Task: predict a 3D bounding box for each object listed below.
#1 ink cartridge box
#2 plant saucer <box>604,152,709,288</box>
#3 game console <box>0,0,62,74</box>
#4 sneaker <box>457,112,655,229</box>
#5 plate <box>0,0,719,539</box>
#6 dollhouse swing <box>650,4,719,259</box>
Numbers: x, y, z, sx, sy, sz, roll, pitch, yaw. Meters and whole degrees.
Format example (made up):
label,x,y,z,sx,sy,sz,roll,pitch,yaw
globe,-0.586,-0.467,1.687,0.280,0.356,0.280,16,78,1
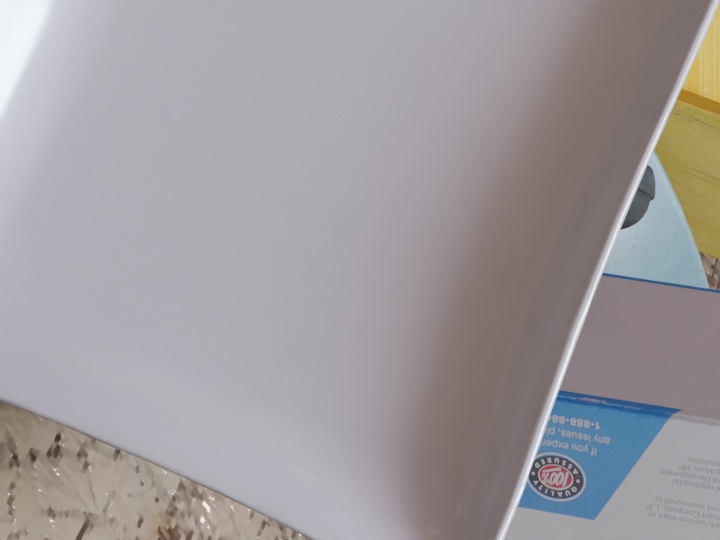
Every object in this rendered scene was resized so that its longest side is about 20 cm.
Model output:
label,x,y,z,sx,sy,sz,roll,pitch,yaw
ink cartridge box,0.113,0.120,0.866,0.125,0.128,0.201,-38,133,-62
plant saucer,0.077,-0.017,1.021,0.201,0.039,0.202,40,35,-36
game console,-0.098,-0.161,0.803,0.199,0.116,0.177,-16,106,-40
sneaker,0.000,0.000,0.773,0.066,0.199,0.091,25,67,-55
plate,-0.019,-0.036,0.711,0.032,0.198,0.201,33,79,-76
dollhouse swing,0.218,-0.115,1.160,0.200,0.181,0.177,-38,145,-57
